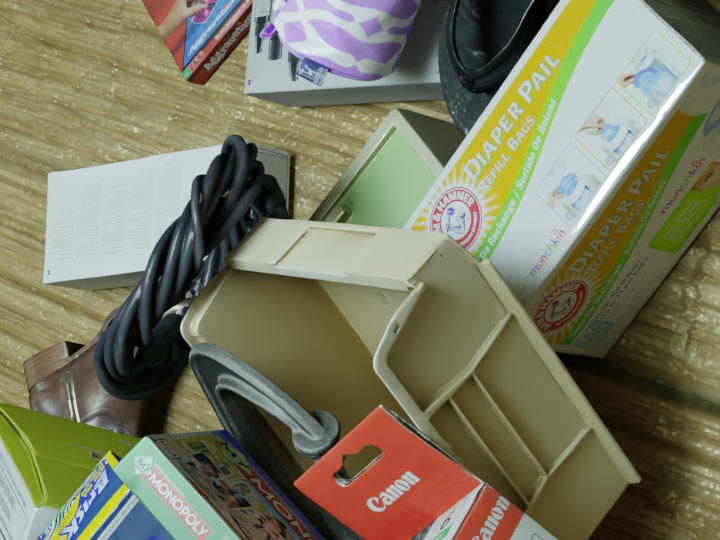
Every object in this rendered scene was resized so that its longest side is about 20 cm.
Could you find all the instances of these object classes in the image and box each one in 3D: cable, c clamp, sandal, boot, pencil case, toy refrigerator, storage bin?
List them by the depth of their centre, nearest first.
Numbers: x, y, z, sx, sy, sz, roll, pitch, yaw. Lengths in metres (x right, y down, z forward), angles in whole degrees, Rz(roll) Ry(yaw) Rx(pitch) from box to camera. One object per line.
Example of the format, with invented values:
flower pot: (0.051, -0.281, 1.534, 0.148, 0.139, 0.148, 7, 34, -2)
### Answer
storage bin: (0.023, 0.072, 1.210, 0.094, 0.199, 0.200, -47, 27, -22)
sandal: (0.082, -0.156, 1.222, 0.075, 0.048, 0.201, 43, 133, 24)
c clamp: (-0.020, 0.121, 1.223, 0.027, 0.200, 0.171, -44, 44, -18)
pencil case: (0.012, -0.210, 1.275, 0.085, 0.084, 0.201, 27, 109, 11)
cable: (-0.106, 0.000, 1.299, 0.051, 0.200, 0.163, 39, 76, 9)
toy refrigerator: (0.000, 0.000, 1.359, 0.200, 0.070, 0.076, -52, 54, 23)
boot: (-0.143, 0.130, 1.470, 0.186, 0.064, 0.201, -28, 68, 34)

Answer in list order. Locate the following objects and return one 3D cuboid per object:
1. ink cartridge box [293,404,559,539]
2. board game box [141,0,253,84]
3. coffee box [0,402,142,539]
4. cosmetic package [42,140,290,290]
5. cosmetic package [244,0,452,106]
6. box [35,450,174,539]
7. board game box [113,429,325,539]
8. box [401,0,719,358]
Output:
ink cartridge box: (0.055, 0.167, 1.125, 0.200, 0.050, 0.109, 38, 140, -5)
board game box: (-0.077, -0.235, 1.501, 0.200, 0.019, 0.103, -47, 54, 25)
coffee box: (-0.157, 0.218, 1.332, 0.199, 0.199, 0.200, -70, 23, 8)
cosmetic package: (-0.136, -0.035, 1.496, 0.199, 0.051, 0.083, -5, 77, 41)
cosmetic package: (0.016, -0.152, 1.374, 0.199, 0.051, 0.083, 0, 84, 40)
box: (-0.082, 0.190, 1.208, 0.070, 0.200, 0.064, -51, 23, -3)
board game box: (-0.037, 0.168, 1.167, 0.029, 0.135, 0.200, -46, 78, 9)
box: (0.134, -0.059, 1.224, 0.101, 0.112, 0.200, 49, 115, 34)
